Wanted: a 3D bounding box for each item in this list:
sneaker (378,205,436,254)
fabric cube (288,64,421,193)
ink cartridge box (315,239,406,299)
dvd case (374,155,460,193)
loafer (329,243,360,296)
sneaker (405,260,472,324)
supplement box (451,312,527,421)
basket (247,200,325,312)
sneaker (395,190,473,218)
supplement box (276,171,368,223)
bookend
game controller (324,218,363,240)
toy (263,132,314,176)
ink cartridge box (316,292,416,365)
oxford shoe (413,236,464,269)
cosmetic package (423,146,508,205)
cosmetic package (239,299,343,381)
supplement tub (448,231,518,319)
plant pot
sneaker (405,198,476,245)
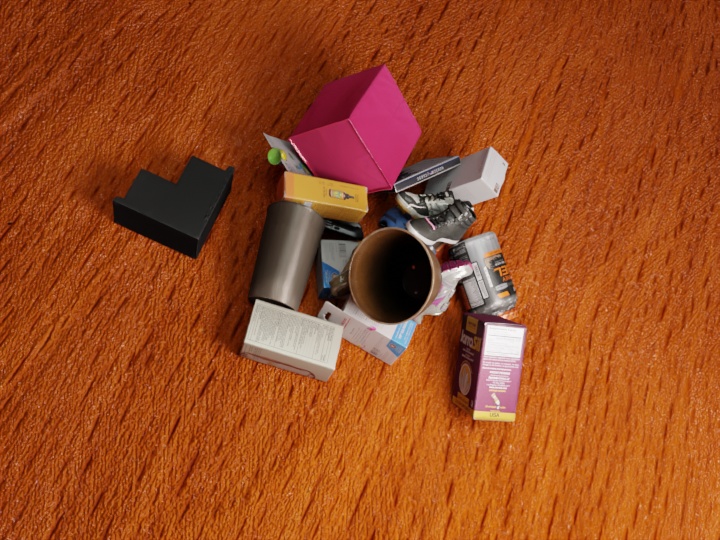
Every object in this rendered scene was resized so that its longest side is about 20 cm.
[{"bbox_3d":[0.106,-0.078,1.744,0.077,0.067,0.201,-33,41,-5],"label":"sneaker"},{"bbox_3d":[-0.007,-0.308,1.727,0.201,0.193,0.202,54,47,-31],"label":"fabric cube"},{"bbox_3d":[0.000,0.000,1.709,0.194,0.067,0.119,2,66,-16],"label":"ink cartridge box"},{"bbox_3d":[0.123,-0.229,1.813,0.197,0.149,0.025,-25,105,-25],"label":"dvd case"},{"bbox_3d":[-0.002,-0.013,1.638,0.198,0.076,0.068,-35,80,-36],"label":"loafer"},{"bbox_3d":[0.175,0.049,1.705,0.089,0.198,0.081,55,21,-5],"label":"sneaker"},{"bbox_3d":[0.273,0.204,1.621,0.100,0.131,0.206,6,94,-14],"label":"supplement box"},{"bbox_3d":[-0.163,-0.020,1.622,0.132,0.181,0.205,16,71,-6],"label":"basket"},{"bbox_3d":[0.174,-0.156,1.753,0.196,0.089,0.076,19,27,-24],"label":"sneaker"},{"bbox_3d":[-0.083,-0.158,1.661,0.195,0.069,0.068,8,63,-19],"label":"supplement box"},{"bbox_3d":[-0.403,-0.163,1.645,0.196,0.093,0.202,23,60,-4],"label":"bookend"},{"bbox_3d":[-0.085,-0.110,1.720,0.195,0.043,0.105,18,18,-8],"label":"game controller"},{"bbox_3d":[-0.160,-0.244,1.739,0.047,0.199,0.116,-37,77,14],"label":"toy"},{"bbox_3d":[0.009,0.112,1.633,0.197,0.116,0.069,30,59,-3],"label":"ink cartridge box"},{"bbox_3d":[0.155,-0.046,1.789,0.197,0.072,0.073,-28,59,-33],"label":"oxford shoe"},{"bbox_3d":[0.247,-0.210,1.806,0.074,0.198,0.104,37,57,-25],"label":"cosmetic package"},{"bbox_3d":[-0.144,0.148,1.585,0.195,0.088,0.106,19,61,-7],"label":"cosmetic package"},{"bbox_3d":[0.286,0.025,1.745,0.120,0.122,0.205,-17,85,-23],"label":"supplement tub"},{"bbox_3d":[0.098,0.015,1.576,0.190,0.185,0.199,61,20,15],"label":"plant pot"},{"bbox_3d":[0.180,-0.113,1.654,0.197,0.100,0.071,-1,48,-50],"label":"sneaker"}]
